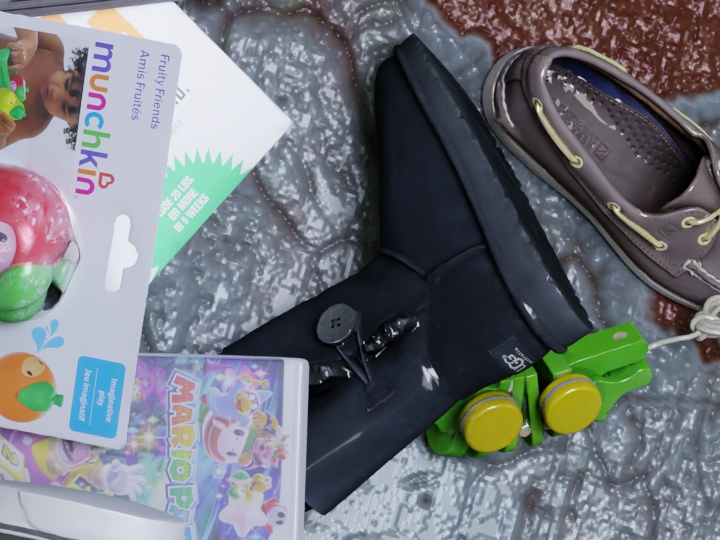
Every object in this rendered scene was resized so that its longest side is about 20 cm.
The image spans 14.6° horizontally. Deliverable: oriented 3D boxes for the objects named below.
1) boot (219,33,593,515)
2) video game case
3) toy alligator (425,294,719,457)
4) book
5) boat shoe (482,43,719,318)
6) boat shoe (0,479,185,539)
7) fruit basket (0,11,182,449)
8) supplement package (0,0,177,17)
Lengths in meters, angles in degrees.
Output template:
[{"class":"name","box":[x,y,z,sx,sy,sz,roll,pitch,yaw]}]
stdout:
[{"class":"boot","box":[0.000,0.000,1.321,0.168,0.201,0.076,-32,142,10]},{"class":"video game case","box":[-0.124,0.108,1.268,0.199,0.018,0.144,1,86,10]},{"class":"toy alligator","box":[0.098,0.058,1.374,0.199,0.059,0.054,-12,131,-18]},{"class":"book","box":[-0.148,-0.089,1.308,0.200,0.048,0.134,44,78,-14]},{"class":"boat shoe","box":[0.150,-0.042,1.390,0.200,0.059,0.072,39,76,-12]},{"class":"boat shoe","box":[-0.172,0.123,1.236,0.199,0.071,0.064,4,86,19]},{"class":"fruit basket","box":[-0.188,-0.025,1.225,0.199,0.094,0.186,13,103,10]},{"class":"supplement package","box":[-0.113,-0.227,1.249,0.155,0.111,0.201,-11,82,-38]}]
